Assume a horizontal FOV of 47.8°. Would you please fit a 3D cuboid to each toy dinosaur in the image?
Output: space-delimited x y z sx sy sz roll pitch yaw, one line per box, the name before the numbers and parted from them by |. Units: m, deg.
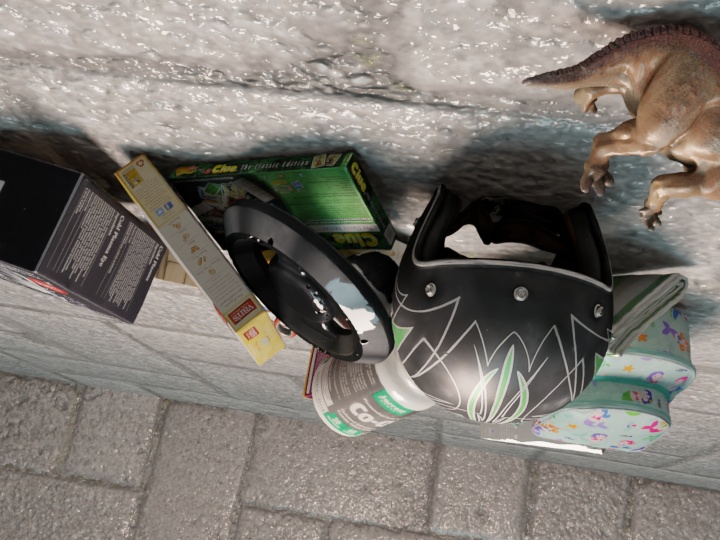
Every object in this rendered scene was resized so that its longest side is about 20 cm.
toy dinosaur | 0.198 -0.091 0.456 0.200 0.086 0.136 30 149 -9

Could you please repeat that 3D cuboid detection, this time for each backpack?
backpack | 0.285 0.118 0.942 0.177 0.151 0.200 10 144 -5

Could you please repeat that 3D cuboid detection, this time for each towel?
towel | 0.209 0.046 0.824 0.149 0.031 0.200 -28 -167 -37

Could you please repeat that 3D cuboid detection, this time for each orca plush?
orca plush | 0.017 0.027 0.800 0.105 0.071 0.200 46 158 25

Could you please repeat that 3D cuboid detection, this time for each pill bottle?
pill bottle | 0.038 0.130 1.017 0.113 0.113 0.200 21 145 -31

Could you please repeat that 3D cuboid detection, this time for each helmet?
helmet | 0.116 0.033 0.676 0.200 0.191 0.200 5 137 5

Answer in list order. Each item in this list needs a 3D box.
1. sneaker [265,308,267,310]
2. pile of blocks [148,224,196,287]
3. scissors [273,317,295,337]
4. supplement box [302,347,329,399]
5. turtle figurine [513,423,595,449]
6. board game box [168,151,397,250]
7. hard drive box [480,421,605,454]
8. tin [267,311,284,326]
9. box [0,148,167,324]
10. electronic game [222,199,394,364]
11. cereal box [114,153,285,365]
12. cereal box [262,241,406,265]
sneaker | -0.046 0.032 1.009 0.200 0.077 0.085 14 159 -14
pile of blocks | -0.259 -0.024 0.987 0.200 0.062 0.082 11 177 25
scissors | -0.059 0.052 0.967 0.073 0.014 0.200 23 156 -5
supplement box | -0.015 0.158 1.336 0.086 0.111 0.200 16 163 -20
turtle figurine | 0.288 0.176 1.230 0.200 0.101 0.150 28 137 30
board game box | -0.073 -0.059 0.752 0.200 0.023 0.105 1 138 31
hard drive box | 0.318 0.236 1.357 0.200 0.077 0.156 1 -173 28
tin | -0.055 0.060 1.168 0.200 0.042 0.112 0 165 30
box | -0.334 -0.041 0.830 0.200 0.104 0.182 17 167 19
electronic game | -0.050 0.013 0.746 0.200 0.042 0.200 35 156 18
cereal box | -0.152 -0.006 0.796 0.200 0.039 0.144 51 171 16
cereal box | 0.000 0.000 0.899 0.200 0.040 0.144 23 156 -35
